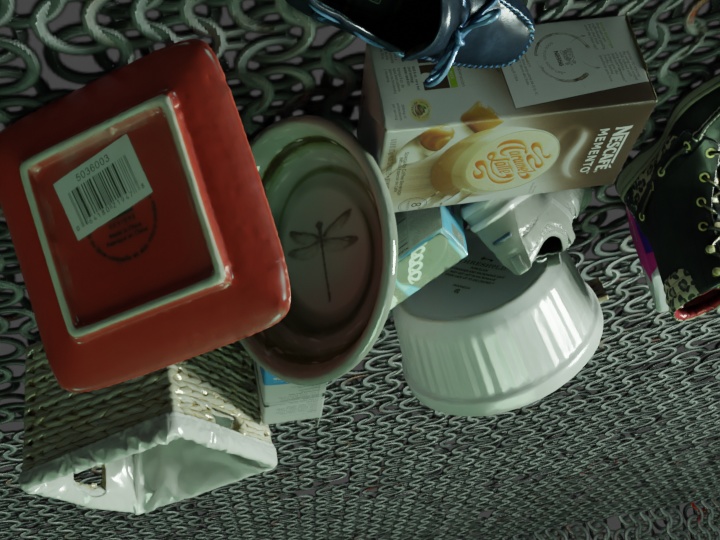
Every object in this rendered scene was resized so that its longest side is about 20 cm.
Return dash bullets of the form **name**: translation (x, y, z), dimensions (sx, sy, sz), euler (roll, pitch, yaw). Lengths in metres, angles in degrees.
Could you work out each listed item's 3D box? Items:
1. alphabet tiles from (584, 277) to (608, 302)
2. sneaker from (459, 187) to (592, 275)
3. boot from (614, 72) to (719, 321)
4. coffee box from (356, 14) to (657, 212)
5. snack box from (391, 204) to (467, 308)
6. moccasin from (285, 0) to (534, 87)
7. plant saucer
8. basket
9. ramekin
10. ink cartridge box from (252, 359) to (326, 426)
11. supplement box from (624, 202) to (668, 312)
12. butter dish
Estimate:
- **alphabet tiles**: translation (0.184, 0.044, 1.040), dimensions (0.165, 0.006, 0.200), euler (-18, -176, 12)
- **sneaker**: translation (0.155, -0.040, 0.844), dimensions (0.074, 0.083, 0.199), euler (-31, 173, 37)
- **boot**: translation (0.307, -0.063, 0.822), dimensions (0.073, 0.155, 0.204), euler (-1, 152, -21)
- **coffee box**: translation (0.103, -0.115, 0.717), dimensions (0.197, 0.081, 0.115), euler (-8, 154, -7)
- **snack box**: translation (0.000, 0.000, 0.824), dimensions (0.199, 0.117, 0.037), euler (-36, 117, 22)
- **moccasin**: translation (0.032, -0.155, 0.599), dimensions (0.198, 0.068, 0.081), euler (3, 128, -31)
- **plant saucer**: translation (-0.034, -0.015, 0.734), dimensions (0.050, 0.202, 0.200), euler (-2, 155, -45)
- **basket**: translation (-0.221, 0.146, 1.009), dimensions (0.198, 0.162, 0.198), euler (-20, 153, 19)
- **ramekin**: translation (0.121, 0.036, 0.911), dimensions (0.200, 0.203, 0.095), euler (-19, 119, 14)
- **ink cartridge box**: translation (-0.078, 0.085, 0.999), dimensions (0.067, 0.117, 0.201), euler (-7, 153, -9)
- **supplement box**: translation (0.373, -0.046, 0.946), dimensions (0.198, 0.102, 0.103), euler (-19, 153, 14)
- **butter dish**: translation (-0.137, -0.036, 0.698), dimensions (0.198, 0.202, 0.148), euler (-20, 176, 20)
